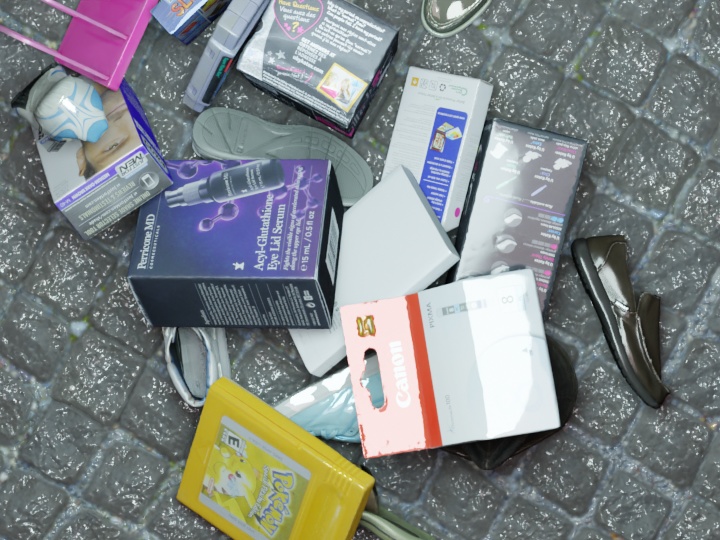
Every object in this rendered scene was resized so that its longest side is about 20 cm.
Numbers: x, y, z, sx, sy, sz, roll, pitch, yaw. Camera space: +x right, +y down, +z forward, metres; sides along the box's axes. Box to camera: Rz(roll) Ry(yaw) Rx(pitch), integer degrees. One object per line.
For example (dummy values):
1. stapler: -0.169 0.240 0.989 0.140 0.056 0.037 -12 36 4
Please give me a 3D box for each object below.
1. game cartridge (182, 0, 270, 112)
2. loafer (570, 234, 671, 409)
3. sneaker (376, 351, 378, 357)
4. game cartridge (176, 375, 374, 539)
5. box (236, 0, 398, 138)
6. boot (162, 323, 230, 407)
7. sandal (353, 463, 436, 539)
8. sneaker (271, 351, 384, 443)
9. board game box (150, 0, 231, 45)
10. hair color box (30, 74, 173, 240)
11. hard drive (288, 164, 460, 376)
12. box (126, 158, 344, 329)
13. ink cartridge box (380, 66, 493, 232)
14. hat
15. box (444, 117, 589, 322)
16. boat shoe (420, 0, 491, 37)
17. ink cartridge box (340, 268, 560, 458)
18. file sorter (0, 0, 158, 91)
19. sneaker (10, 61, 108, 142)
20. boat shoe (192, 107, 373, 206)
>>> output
1. game cartridge: -0.124 -0.246 1.676 0.038 0.200 0.130 28 68 -7
2. loafer: 0.291 0.050 1.753 0.071 0.073 0.201 -23 91 4
3. sneaker: 0.112 0.078 1.762 0.199 0.077 0.078 17 124 -16
4. game cartridge: -0.093 0.230 1.725 0.200 0.032 0.177 33 128 19
5. box: -0.041 -0.220 1.691 0.132 0.200 0.115 28 91 0
6. boot: -0.180 0.047 1.757 0.073 0.096 0.201 -14 92 2
7. sandal: 0.001 0.240 1.771 0.200 0.080 0.057 30 98 -9
8. sneaker: -0.034 0.159 1.769 0.199 0.074 0.082 -27 88 3
9. board game box: -0.128 -0.320 1.723 0.200 0.135 0.034 -43 91 2
10. hair color box: -0.273 -0.129 1.705 0.109 0.200 0.065 -33 129 3
11. hard drive: 0.000 0.000 1.728 0.200 0.027 0.132 -41 53 18
12. box: -0.125 -0.027 1.688 0.199 0.104 0.149 0 59 8
13. ink cartridge box: 0.072 -0.112 1.752 0.094 0.037 0.201 16 91 36
14. hat: 0.137 0.152 1.714 0.200 0.081 0.201 1 131 1
15. box: 0.160 -0.051 1.729 0.106 0.122 0.201 13 92 0
16. boat shoe: 0.133 -0.338 1.750 0.072 0.060 0.202 37 93 0
17. ink cartridge box: 0.088 0.094 1.641 0.199 0.047 0.161 -9 83 0
18. file sorter: -0.289 -0.314 1.703 0.125 0.139 0.201 23 94 -38
19. sneaker: -0.304 -0.164 1.668 0.072 0.200 0.073 -44 113 -6
20. boat shoe: -0.084 -0.117 1.771 0.201 0.065 0.075 16 73 -4
